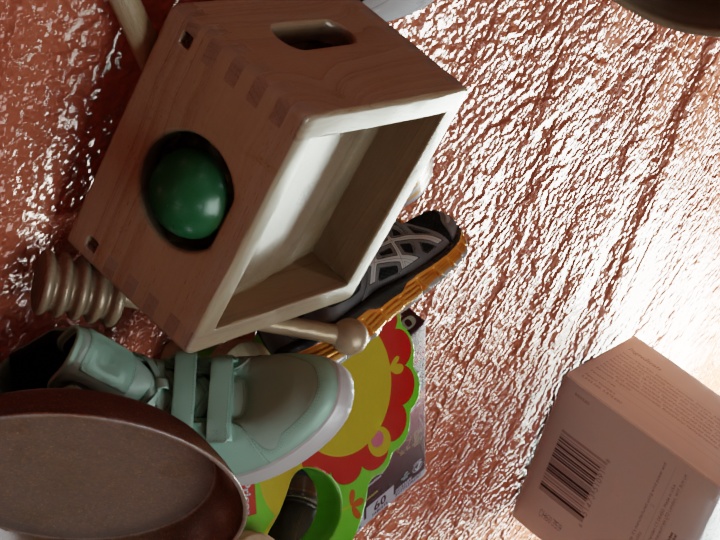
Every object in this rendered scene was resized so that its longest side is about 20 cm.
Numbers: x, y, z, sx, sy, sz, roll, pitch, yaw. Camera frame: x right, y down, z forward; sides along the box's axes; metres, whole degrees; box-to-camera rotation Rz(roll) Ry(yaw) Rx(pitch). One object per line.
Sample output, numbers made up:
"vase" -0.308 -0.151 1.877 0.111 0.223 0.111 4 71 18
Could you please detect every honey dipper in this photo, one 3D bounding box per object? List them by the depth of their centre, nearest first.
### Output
"honey dipper" -0.087 0.022 0.931 0.200 0.038 0.038 10 118 -23

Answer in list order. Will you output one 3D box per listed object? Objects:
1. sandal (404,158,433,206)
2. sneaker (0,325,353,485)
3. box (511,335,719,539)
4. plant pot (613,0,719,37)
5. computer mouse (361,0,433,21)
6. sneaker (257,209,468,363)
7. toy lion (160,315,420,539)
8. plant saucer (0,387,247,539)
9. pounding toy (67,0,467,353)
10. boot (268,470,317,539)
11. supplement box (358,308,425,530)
"sandal" 0.007 -0.079 1.043 0.079 0.059 0.207 -49 152 -8
"sneaker" -0.111 0.072 0.928 0.200 0.074 0.118 -11 148 14
"box" 0.287 0.211 1.640 0.131 0.200 0.199 -22 139 -43
"plant pot" 0.241 -0.284 1.065 0.174 0.200 0.200 -57 157 -33
"computer mouse" 0.056 -0.231 0.965 0.110 0.044 0.200 -15 134 -51
"sneaker" 0.000 0.000 1.049 0.078 0.077 0.200 -39 179 40
"toy lion" -0.037 0.106 1.089 0.192 0.069 0.200 -7 97 -42
"plant saucer" -0.163 0.120 0.908 0.200 0.035 0.200 -1 144 -1
"pounding toy" -0.070 -0.078 0.879 0.200 0.142 0.184 -18 143 -54
"boot" -0.032 0.245 1.229 0.200 0.075 0.097 63 26 -43
"supplement box" -0.006 0.114 1.238 0.109 0.061 0.200 -38 147 -26
